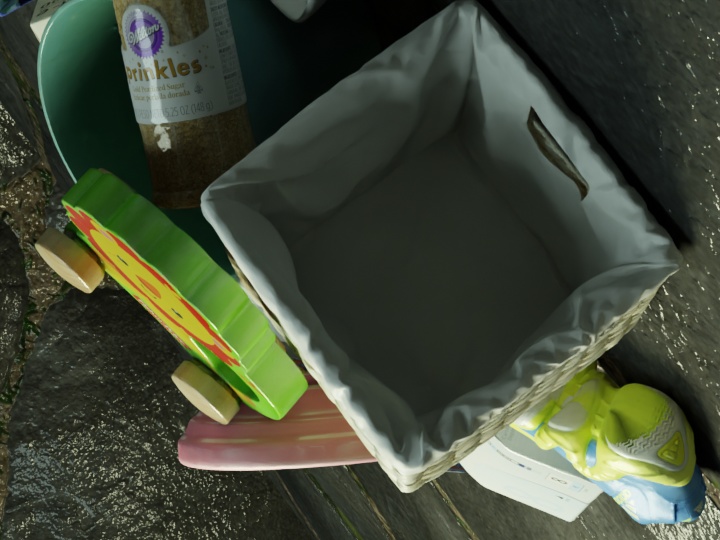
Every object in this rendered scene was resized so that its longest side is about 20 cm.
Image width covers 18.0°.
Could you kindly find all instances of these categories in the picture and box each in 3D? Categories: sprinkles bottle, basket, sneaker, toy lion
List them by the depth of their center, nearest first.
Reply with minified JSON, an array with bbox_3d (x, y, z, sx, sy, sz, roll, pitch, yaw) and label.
[{"bbox_3d":[0.042,-0.004,1.287,0.199,0.199,0.161,52,171,13],"label":"basket"},{"bbox_3d":[-0.106,-0.139,1.292,0.068,0.068,0.202,-156,53,-68],"label":"sprinkles bottle"},{"bbox_3d":[-0.102,0.017,1.337,0.200,0.069,0.191,46,168,-22],"label":"toy lion"},{"bbox_3d":[0.155,0.113,1.481,0.105,0.076,0.200,59,167,-28],"label":"sneaker"}]

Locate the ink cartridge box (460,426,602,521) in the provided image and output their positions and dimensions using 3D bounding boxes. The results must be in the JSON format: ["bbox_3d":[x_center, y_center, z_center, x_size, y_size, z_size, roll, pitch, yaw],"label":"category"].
[{"bbox_3d":[0.080,0.116,1.631,0.199,0.048,0.160,20,166,2],"label":"ink cartridge box"}]

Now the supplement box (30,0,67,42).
[{"bbox_3d":[-0.175,-0.194,1.714,0.201,0.073,0.126,-87,-28,-55],"label":"supplement box"}]

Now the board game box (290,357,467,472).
[{"bbox_3d":[0.034,0.099,1.782,0.158,0.039,0.200,36,-168,29],"label":"board game box"}]

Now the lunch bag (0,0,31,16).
[{"bbox_3d":[-0.208,-0.279,1.462,0.170,0.200,0.127,47,180,34],"label":"lunch bag"}]

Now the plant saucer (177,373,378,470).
[{"bbox_3d":[-0.022,0.096,1.501,0.200,0.199,0.051,180,85,-76],"label":"plant saucer"}]

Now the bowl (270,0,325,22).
[{"bbox_3d":[-0.059,-0.255,1.277,0.200,0.074,0.200,52,168,6],"label":"bowl"}]

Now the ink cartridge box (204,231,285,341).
[{"bbox_3d":[0.000,0.000,1.487,0.198,0.109,0.051,7,132,18],"label":"ink cartridge box"}]

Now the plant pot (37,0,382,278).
[{"bbox_3d":[-0.082,-0.119,1.457,0.200,0.161,0.202,27,137,29],"label":"plant pot"}]
